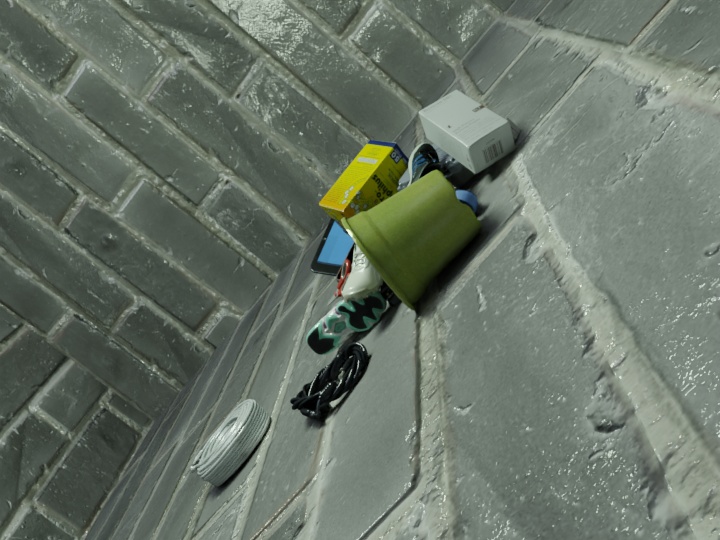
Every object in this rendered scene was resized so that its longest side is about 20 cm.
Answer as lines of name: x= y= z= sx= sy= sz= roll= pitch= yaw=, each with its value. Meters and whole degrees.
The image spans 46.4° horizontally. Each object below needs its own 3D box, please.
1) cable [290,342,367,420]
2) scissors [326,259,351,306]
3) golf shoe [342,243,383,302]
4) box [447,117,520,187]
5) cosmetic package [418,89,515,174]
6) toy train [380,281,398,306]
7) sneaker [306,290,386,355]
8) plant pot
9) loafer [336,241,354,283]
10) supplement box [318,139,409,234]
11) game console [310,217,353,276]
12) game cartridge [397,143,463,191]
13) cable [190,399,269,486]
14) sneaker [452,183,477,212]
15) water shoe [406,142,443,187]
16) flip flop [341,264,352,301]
cable: x=-0.059 y=0.196 z=1.526 sx=0.163 sy=0.051 sz=0.200 roll=-53 pitch=9 yaw=-14
scissors: x=-0.047 y=0.051 z=1.765 sx=0.200 sy=0.014 sz=0.073 roll=117 pitch=150 yaw=-52
golf shoe: x=0.004 y=-0.015 z=1.596 sx=0.078 sy=0.098 sz=0.200 roll=-15 pitch=22 yaw=28
box: x=0.251 y=-0.240 z=1.749 sx=0.200 sy=0.041 sz=0.039 roll=-42 pitch=13 yaw=47
cosmetic package: x=0.209 y=-0.278 z=1.667 sx=0.101 sy=0.074 sz=0.200 roll=-32 pitch=40 yaw=-9
toy train: x=0.058 y=0.020 z=1.655 sx=0.034 sy=0.046 sz=0.200 roll=-48 pitch=10 yaw=14
sneaker: x=-0.014 y=0.079 z=1.688 sx=0.200 sy=0.078 sz=0.140 roll=-32 pitch=8 yaw=29
plant pot: x=0.099 y=-0.067 z=1.434 sx=0.184 sy=0.201 sz=0.200 roll=-39 pitch=11 yaw=6
loafer: x=0.012 y=-0.051 z=1.801 sx=0.072 sy=0.063 sz=0.201 roll=32 pitch=100 yaw=49
supplement box: x=0.023 y=-0.182 z=1.895 sx=0.200 sy=0.109 sz=0.109 roll=-52 pitch=33 yaw=-12
game console: x=-0.012 y=-0.087 z=1.943 sx=0.171 sy=0.118 sz=0.201 roll=-53 pitch=14 yaw=55
game cartridge: x=0.172 y=-0.237 z=1.790 sx=0.200 sy=0.041 sz=0.133 roll=-20 pitch=34 yaw=52
cable: x=-0.277 y=0.375 z=1.827 sx=0.200 sy=0.069 sz=0.200 roll=-54 pitch=10 yaw=-19
sneaker: x=0.177 y=-0.132 z=1.596 sx=0.078 sy=0.070 sz=0.200 roll=-61 pitch=10 yaw=-15
water shoe: x=0.137 y=-0.187 z=1.640 sx=0.079 sy=0.071 sz=0.201 roll=-39 pitch=27 yaw=43
flip flop: x=0.000 y=0.000 z=1.752 sx=0.081 sy=0.058 sz=0.201 roll=-13 pitch=-47 yaw=-30
